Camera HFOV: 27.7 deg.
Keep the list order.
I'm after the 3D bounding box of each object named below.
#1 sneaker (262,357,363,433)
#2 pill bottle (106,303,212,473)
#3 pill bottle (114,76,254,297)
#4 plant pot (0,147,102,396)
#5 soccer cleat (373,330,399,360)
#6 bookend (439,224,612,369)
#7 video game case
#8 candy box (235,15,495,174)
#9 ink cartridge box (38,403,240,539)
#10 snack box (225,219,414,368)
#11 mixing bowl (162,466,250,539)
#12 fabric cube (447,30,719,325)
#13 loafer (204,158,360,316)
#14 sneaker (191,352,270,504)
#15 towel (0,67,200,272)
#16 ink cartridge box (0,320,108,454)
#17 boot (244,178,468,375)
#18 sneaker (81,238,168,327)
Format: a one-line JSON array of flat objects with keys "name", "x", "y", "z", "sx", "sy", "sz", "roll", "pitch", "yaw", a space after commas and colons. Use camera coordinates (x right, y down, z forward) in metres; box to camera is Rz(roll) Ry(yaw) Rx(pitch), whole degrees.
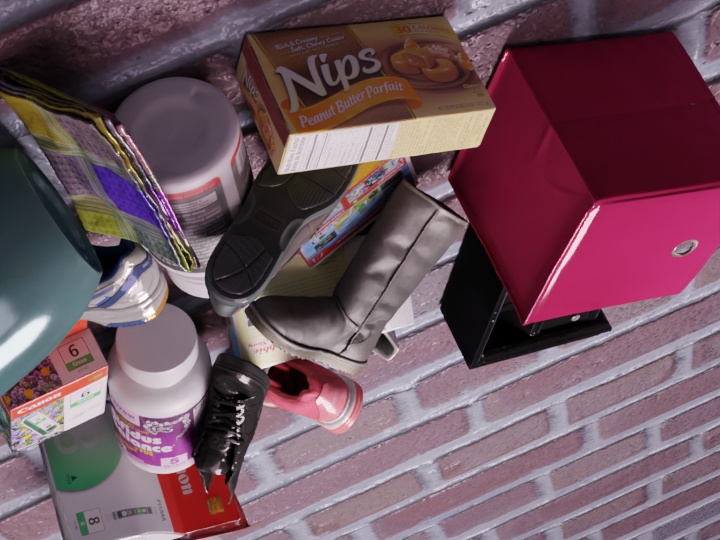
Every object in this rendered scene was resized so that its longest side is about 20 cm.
[{"name": "sneaker", "x": -0.085, "y": 0.110, "z": 1.573, "sx": 0.086, "sy": 0.199, "sz": 0.075, "roll": 33, "pitch": 77, "yaw": -43}, {"name": "pill bottle", "x": -0.210, "y": 0.122, "z": 1.535, "sx": 0.111, "sy": 0.113, "sz": 0.201, "roll": -16, "pitch": 148, "yaw": -14}, {"name": "pill bottle", "x": -0.148, "y": -0.066, "z": 1.290, "sx": 0.113, "sy": 0.115, "sz": 0.201, "roll": -21, "pitch": 149, "yaw": -7}, {"name": "plant pot", "x": -0.310, "y": -0.004, "z": 1.197, "sx": 0.160, "sy": 0.202, "sz": 0.201, "roll": -33, "pitch": 149, "yaw": 0}, {"name": "soccer cleat", "x": -0.041, "y": 0.063, "z": 1.594, "sx": 0.198, "sy": 0.086, "sz": 0.069, "roll": 2, "pitch": 141, "yaw": -38}, {"name": "bookend", "x": 0.214, "y": 0.002, "z": 1.679, "sx": 0.197, "sy": 0.093, "sz": 0.200, "roll": -13, "pitch": 147, "yaw": -22}, {"name": "video game case", "x": -0.017, "y": -0.086, "z": 1.398, "sx": 0.142, "sy": 0.017, "sz": 0.200, "roll": -38, "pitch": 156, "yaw": -5}, {"name": "candy box", "x": 0.004, "y": -0.154, "z": 1.263, "sx": 0.197, "sy": 0.116, "sz": 0.056, "roll": -10, "pitch": 146, "yaw": -24}, {"name": "ink cartridge box", "x": -0.244, "y": 0.221, "z": 1.613, "sx": 0.197, "sy": 0.162, "sz": 0.050, "roll": -12, "pitch": 153, "yaw": -21}, {"name": "snack box", "x": -0.045, "y": 0.025, "z": 1.527, "sx": 0.197, "sy": 0.037, "sz": 0.118, "roll": -15, "pitch": 114, "yaw": -16}, {"name": "mixing bowl", "x": -0.233, "y": 0.266, "z": 1.712, "sx": 0.197, "sy": 0.110, "sz": 0.200, "roll": -10, "pitch": 174, "yaw": -1}, {"name": "fabric cube", "x": 0.235, "y": -0.092, "z": 1.444, "sx": 0.197, "sy": 0.202, "sz": 0.197, "roll": -9, "pitch": 147, "yaw": -26}, {"name": "loafer", "x": -0.071, "y": -0.044, "z": 1.268, "sx": 0.201, "sy": 0.071, "sz": 0.063, "roll": -52, "pitch": 174, "yaw": -25}, {"name": "sneaker", "x": -0.138, "y": 0.166, "z": 1.516, "sx": 0.059, "sy": 0.105, "sz": 0.200, "roll": 19, "pitch": 158, "yaw": 6}, {"name": "towel", "x": -0.215, "y": -0.079, "z": 1.187, "sx": 0.023, "sy": 0.142, "sz": 0.201, "roll": -53, "pitch": 146, "yaw": -23}, {"name": "ink cartridge box", "x": -0.310, "y": 0.111, "z": 1.459, "sx": 0.108, "sy": 0.051, "sz": 0.200, "roll": -25, "pitch": 162, "yaw": -22}, {"name": "boot", "x": -0.002, "y": -0.002, "z": 1.458, "sx": 0.181, "sy": 0.073, "sz": 0.201, "roll": 19, "pitch": 114, "yaw": -47}, {"name": "sneaker", "x": -0.280, "y": 0.009, "z": 1.344, "sx": 0.197, "sy": 0.076, "sz": 0.089, "roll": -11, "pitch": 136, "yaw": 7}]
